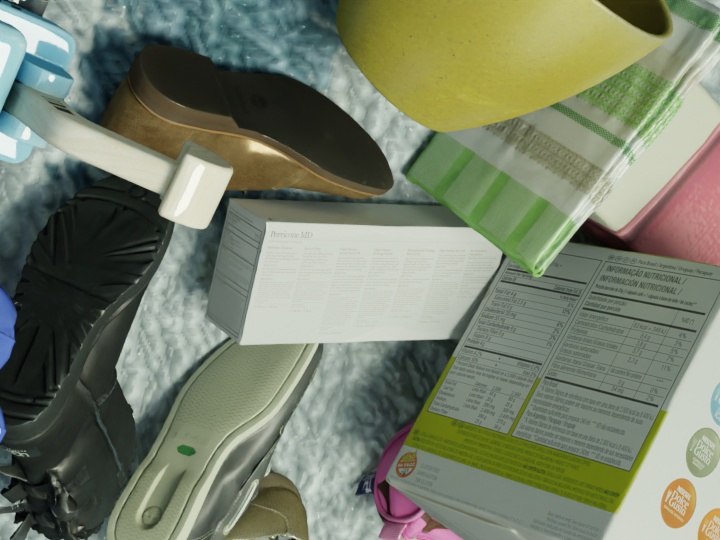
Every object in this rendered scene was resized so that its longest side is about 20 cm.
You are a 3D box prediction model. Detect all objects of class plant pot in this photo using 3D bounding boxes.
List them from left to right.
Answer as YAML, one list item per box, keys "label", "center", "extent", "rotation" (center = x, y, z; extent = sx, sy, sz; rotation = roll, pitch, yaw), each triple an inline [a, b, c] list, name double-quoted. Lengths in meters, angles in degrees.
- label: "plant pot"
  center: [0.068, -0.168, 1.079]
  extent: [0.200, 0.200, 0.142]
  rotation: [31, 119, -33]

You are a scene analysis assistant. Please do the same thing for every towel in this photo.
- label: "towel"
  center: [0.133, -0.104, 1.147]
  extent: [0.200, 0.149, 0.031]
  rotation: [-51, 133, 2]

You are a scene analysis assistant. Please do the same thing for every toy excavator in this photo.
- label: "toy excavator"
  center: [-0.184, -0.091, 0.955]
  extent: [0.194, 0.200, 0.100]
  rotation: [21, 101, -32]

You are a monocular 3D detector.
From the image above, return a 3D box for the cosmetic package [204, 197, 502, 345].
- label: "cosmetic package"
  center: [0.000, 0.000, 1.163]
  extent: [0.199, 0.051, 0.083]
  rotation: [1, 112, -38]

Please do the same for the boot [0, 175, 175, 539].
- label: "boot"
  center: [-0.163, 0.061, 1.088]
  extent: [0.163, 0.073, 0.199]
  rotation: [82, 29, -57]

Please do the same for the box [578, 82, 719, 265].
- label: "box"
  center: [0.211, -0.049, 1.220]
  extent: [0.200, 0.128, 0.109]
  rotation: [40, 90, -34]

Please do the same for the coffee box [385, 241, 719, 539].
- label: "coffee box"
  center: [0.182, 0.117, 1.165]
  extent: [0.200, 0.200, 0.198]
  rotation: [40, 73, -35]

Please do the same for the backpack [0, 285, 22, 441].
- label: "backpack"
  center: [-0.282, 0.042, 0.964]
  extent: [0.168, 0.200, 0.163]
  rotation: [-48, 120, -13]

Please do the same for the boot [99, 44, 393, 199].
- label: "boot"
  center: [-0.070, -0.077, 1.114]
  extent: [0.199, 0.074, 0.075]
  rotation: [17, 130, -34]

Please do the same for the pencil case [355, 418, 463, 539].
- label: "pencil case"
  center: [0.099, 0.178, 1.286]
  extent: [0.200, 0.091, 0.094]
  rotation: [28, 64, -32]

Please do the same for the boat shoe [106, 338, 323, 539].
- label: "boat shoe"
  center: [-0.088, 0.115, 1.164]
  extent: [0.200, 0.072, 0.068]
  rotation: [-56, 144, -18]

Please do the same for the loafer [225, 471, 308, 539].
- label: "loafer"
  center: [-0.118, 0.207, 1.195]
  extent: [0.200, 0.067, 0.076]
  rotation: [-35, 122, -10]
